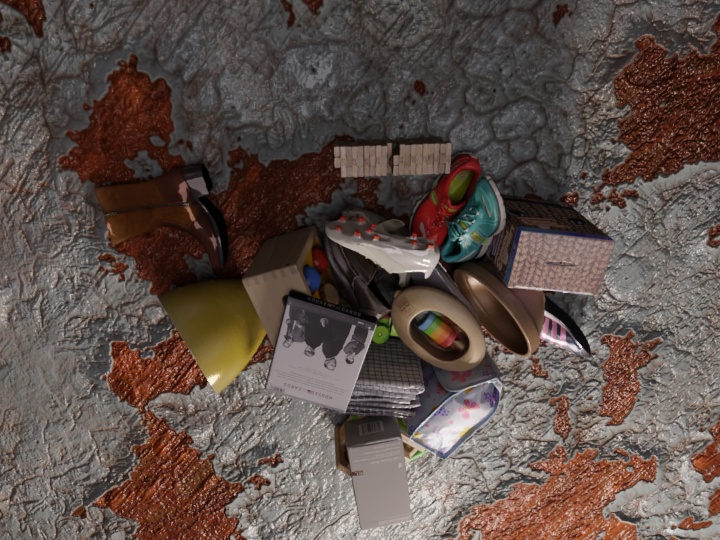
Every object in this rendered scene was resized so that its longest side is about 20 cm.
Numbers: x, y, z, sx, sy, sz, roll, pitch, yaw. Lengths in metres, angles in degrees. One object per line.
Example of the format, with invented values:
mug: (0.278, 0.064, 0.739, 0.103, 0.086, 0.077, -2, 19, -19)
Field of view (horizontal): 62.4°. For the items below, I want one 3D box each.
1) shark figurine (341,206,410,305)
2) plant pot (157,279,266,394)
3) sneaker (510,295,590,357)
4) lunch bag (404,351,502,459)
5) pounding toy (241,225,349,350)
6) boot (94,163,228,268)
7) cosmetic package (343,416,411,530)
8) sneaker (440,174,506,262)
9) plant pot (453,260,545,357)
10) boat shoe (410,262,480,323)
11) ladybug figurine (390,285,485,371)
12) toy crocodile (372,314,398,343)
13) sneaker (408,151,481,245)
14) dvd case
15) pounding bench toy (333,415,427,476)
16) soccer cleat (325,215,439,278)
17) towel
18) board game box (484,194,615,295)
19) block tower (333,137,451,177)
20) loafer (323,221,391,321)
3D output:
shark figurine: (0.066, -0.035, 1.083, 0.127, 0.089, 0.216, -13, 110, 38)
plant pot: (-0.249, 0.096, 1.066, 0.141, 0.200, 0.202, -32, 115, -17)
sneaker: (0.373, 0.116, 1.184, 0.199, 0.070, 0.082, 39, 122, -16)
lunch bag: (0.172, 0.225, 1.150, 0.127, 0.170, 0.200, 38, 108, -23)
pounding toy: (-0.084, 0.040, 1.056, 0.140, 0.185, 0.202, -14, 115, 15)
boot: (-0.342, -0.074, 1.033, 0.197, 0.069, 0.190, -14, 114, 2)
cosmetic package: (0.033, 0.377, 1.114, 0.105, 0.090, 0.203, -11, 111, -3)
sneaker: (0.188, -0.075, 1.006, 0.079, 0.078, 0.201, -15, 147, -18)
plant pot: (0.266, 0.050, 1.079, 0.092, 0.201, 0.202, -39, 112, -9)
boat shoe: (0.165, 0.050, 1.126, 0.071, 0.070, 0.201, -32, 106, 27)
ladybug figurine: (0.140, 0.096, 1.073, 0.200, 0.072, 0.136, 42, 120, -9)
toy crocodile: (0.067, 0.103, 1.145, 0.197, 0.068, 0.063, 5, 107, -9)
sneaker: (0.147, -0.114, 1.046, 0.076, 0.085, 0.202, 22, 110, -12)
dvd case: (-0.069, 0.140, 0.988, 0.148, 0.025, 0.202, 17, 121, -2)
pounding bench toy: (0.061, 0.366, 1.227, 0.199, 0.125, 0.157, 32, 108, -17)
soccer cleat: (0.034, -0.034, 0.998, 0.197, 0.070, 0.078, 13, 124, 2)
towel: (0.017, 0.197, 1.129, 0.197, 0.166, 0.087, 4, 116, -5)
board game box: (0.308, -0.050, 1.025, 0.157, 0.200, 0.098, 5, 114, -7)
block tower: (0.053, -0.195, 1.021, 0.197, 0.058, 0.055, -2, 114, -2)
loafer: (0.000, 0.000, 1.053, 0.071, 0.073, 0.202, -22, 99, 22)
